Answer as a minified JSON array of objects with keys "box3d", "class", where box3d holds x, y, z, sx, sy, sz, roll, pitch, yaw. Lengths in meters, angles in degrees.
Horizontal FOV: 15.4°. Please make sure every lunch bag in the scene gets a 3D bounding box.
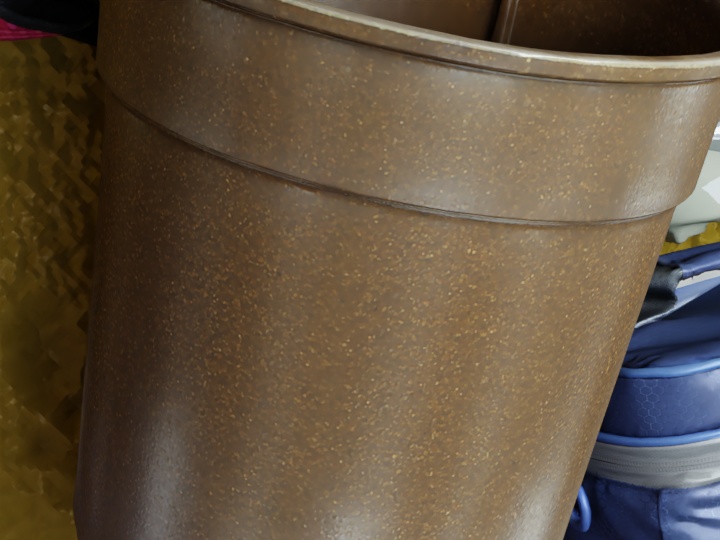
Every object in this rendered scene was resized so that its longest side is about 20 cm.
[{"box3d":[0.141,0.052,0.909,0.199,0.136,0.133,-13,101,-24],"class":"lunch bag"}]

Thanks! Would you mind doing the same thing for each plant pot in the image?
[{"box3d":[0.000,0.000,0.799,0.199,0.200,0.199,3,110,-27],"class":"plant pot"}]

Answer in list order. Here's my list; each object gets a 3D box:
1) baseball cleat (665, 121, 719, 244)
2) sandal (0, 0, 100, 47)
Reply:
[{"box3d":[0.181,-0.076,0.953,0.199,0.070,0.107,-17,103,-25],"class":"baseball cleat"},{"box3d":[-0.104,-0.102,0.818,0.199,0.045,0.076,8,93,-27],"class":"sandal"}]
